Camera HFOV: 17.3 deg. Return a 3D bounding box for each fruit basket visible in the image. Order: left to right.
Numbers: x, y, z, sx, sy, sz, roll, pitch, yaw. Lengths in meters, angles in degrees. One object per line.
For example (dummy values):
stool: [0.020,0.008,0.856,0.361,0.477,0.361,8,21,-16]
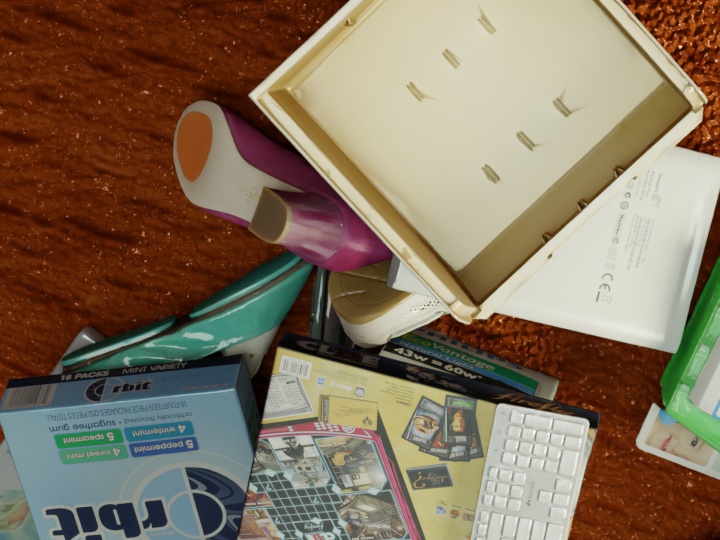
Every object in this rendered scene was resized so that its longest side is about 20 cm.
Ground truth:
fruit basket: [0.306,0.076,1.552,0.199,0.094,0.186,25,107,2]

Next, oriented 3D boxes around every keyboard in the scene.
keyboard: [0.091,0.178,1.421,0.056,0.011,0.201,12,106,6]

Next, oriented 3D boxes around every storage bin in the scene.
storage bin: [0.075,-0.103,1.439,0.200,0.094,0.199,-43,91,7]

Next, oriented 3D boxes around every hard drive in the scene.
hard drive: [0.127,-0.032,1.533,0.199,0.027,0.133,13,95,-15]

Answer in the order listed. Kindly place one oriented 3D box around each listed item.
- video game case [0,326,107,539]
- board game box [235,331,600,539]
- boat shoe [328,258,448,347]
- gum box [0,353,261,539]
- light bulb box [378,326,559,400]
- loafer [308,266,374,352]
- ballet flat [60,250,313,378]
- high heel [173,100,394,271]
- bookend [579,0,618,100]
video game case: [-0.182,0.171,1.715,0.182,0.022,0.200,38,108,2]
board game box: [0.033,0.128,1.442,0.199,0.035,0.136,15,106,6]
boat shoe: [0.070,-0.015,1.583,0.199,0.069,0.071,-28,58,-8]
gum box: [-0.143,0.159,1.638,0.169,0.045,0.201,-6,122,10]
light bulb box: [0.036,0.163,1.573,0.124,0.200,0.199,21,107,5]
loafer: [0.000,0.000,1.612,0.062,0.072,0.202,5,102,5]
ballet flat: [-0.110,0.054,1.644,0.199,0.067,0.071,-25,100,9]
high heel: [-0.053,-0.057,1.583,0.095,0.200,0.068,14,102,-34]
bookend: [0.059,-0.198,1.538,0.199,0.092,0.200,-9,101,15]
